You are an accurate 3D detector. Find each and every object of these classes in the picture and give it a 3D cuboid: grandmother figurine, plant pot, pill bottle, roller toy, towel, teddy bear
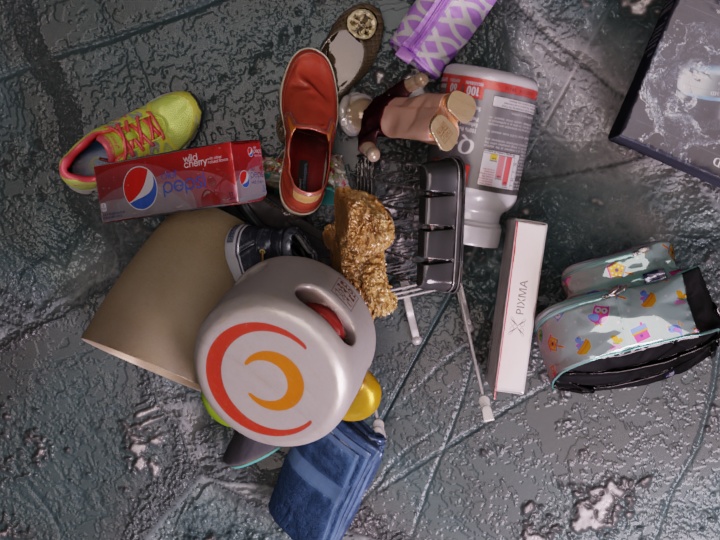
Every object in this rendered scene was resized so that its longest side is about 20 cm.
[{"bbox_3d":[0.039,-0.176,1.441,0.121,0.199,0.061,-48,124,-20],"label":"grandmother figurine"},{"bbox_3d":[-0.207,0.026,1.479,0.185,0.187,0.202,22,80,3],"label":"plant pot"},{"bbox_3d":[0.137,-0.134,1.458,0.114,0.116,0.203,11,96,4],"label":"pill bottle"},{"bbox_3d":[-0.077,0.085,1.362,0.197,0.140,0.185,6,117,15],"label":"roller toy"},{"bbox_3d":[-0.045,0.248,1.476,0.111,0.048,0.201,38,127,22],"label":"towel"},{"bbox_3d":[0.000,0.000,1.425,0.066,0.145,0.203,-4,106,-20],"label":"teddy bear"}]

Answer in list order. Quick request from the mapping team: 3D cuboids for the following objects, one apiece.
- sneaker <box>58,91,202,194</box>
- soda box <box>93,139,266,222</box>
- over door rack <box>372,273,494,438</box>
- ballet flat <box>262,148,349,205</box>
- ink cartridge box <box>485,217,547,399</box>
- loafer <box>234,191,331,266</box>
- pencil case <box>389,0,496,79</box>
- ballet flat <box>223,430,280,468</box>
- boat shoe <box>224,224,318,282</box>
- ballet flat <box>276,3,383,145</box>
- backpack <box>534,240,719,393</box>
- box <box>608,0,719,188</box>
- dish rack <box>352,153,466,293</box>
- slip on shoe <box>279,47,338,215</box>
[{"bbox_3d":[-0.282,-0.154,1.507,0.199,0.090,0.079,-32,88,4],"label":"sneaker"},{"bbox_3d":[-0.207,-0.102,1.414,0.198,0.063,0.071,-6,94,28],"label":"soda box"},{"bbox_3d":[0.070,0.103,1.493,0.146,0.067,0.202,-13,71,5],"label":"over door rack"},{"bbox_3d":[-0.110,-0.120,1.514,0.197,0.076,0.065,6,62,0],"label":"ballet flat"},{"bbox_3d":[0.182,0.042,1.434,0.044,0.176,0.203,7,94,2],"label":"ink cartridge box"},{"bbox_3d":[-0.092,-0.066,1.484,0.072,0.073,0.200,-44,119,-1],"label":"loafer"},{"bbox_3d":[0.115,-0.325,1.468,0.083,0.085,0.201,33,96,4],"label":"pencil case"},{"bbox_3d":[-0.089,0.170,1.514,0.198,0.073,0.074,-26,91,1],"label":"ballet flat"},{"bbox_3d":[-0.087,0.031,1.458,0.090,0.071,0.202,2,135,26],"label":"boat shoe"},{"bbox_3d":[-0.038,-0.237,1.504,0.067,0.046,0.201,37,95,1],"label":"ballet flat"},{"bbox_3d":[0.298,0.060,1.429,0.198,0.176,0.155,-22,75,3],"label":"backpack"},{"bbox_3d":[0.420,-0.207,1.433,0.195,0.117,0.202,23,96,3],"label":"box"},{"bbox_3d":[0.049,-0.063,1.446,0.054,0.199,0.156,-2,100,-27],"label":"dish rack"},{"bbox_3d":[-0.059,-0.167,1.445,0.073,0.061,0.203,8,76,-15],"label":"slip on shoe"}]
